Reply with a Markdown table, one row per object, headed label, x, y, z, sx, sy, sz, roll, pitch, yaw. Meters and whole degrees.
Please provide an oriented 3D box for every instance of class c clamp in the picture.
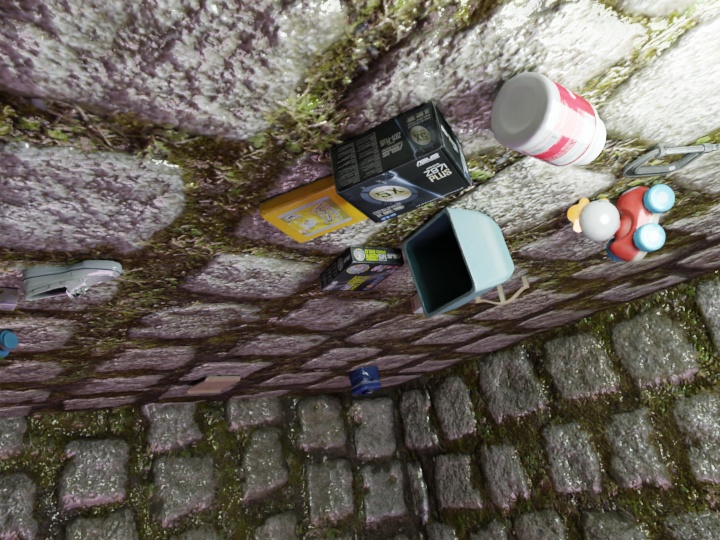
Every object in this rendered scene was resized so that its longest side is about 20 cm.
| label | x | y | z | sx | sy | sz | roll | pitch | yaw |
| --- | --- | --- | --- | --- | --- | --- | --- | --- | --- |
| c clamp | 0.671 | -0.247 | 1.153 | 0.194 | 0.028 | 0.171 | -9 | 165 | -10 |

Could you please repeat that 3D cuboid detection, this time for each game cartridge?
| label | x | y | z | sx | sy | sz | roll | pitch | yaw |
| --- | --- | --- | --- | --- | --- | --- | --- | --- | --- |
| game cartridge | -0.076 | -0.121 | 1.079 | 0.195 | 0.033 | 0.176 | -17 | 159 | 18 |

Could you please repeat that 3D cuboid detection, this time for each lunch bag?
| label | x | y | z | sx | sy | sz | roll | pitch | yaw |
| --- | --- | --- | --- | --- | --- | --- | --- | --- | --- |
| lunch bag | 0.029 | 0.614 | 2.967 | 0.132 | 0.136 | 0.200 | -1 | 159 | -26 |

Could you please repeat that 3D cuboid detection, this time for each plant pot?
| label | x | y | z | sx | sy | sz | roll | pitch | yaw |
| --- | --- | --- | --- | --- | --- | --- | --- | --- | --- |
| plant pot | 0.252 | -0.023 | 1.298 | 0.195 | 0.202 | 0.195 | -7 | 162 | -34 |

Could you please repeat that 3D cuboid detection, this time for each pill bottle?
| label | x | y | z | sx | sy | sz | roll | pitch | yaw |
| --- | --- | --- | --- | --- | --- | --- | --- | --- | --- |
| pill bottle | 0.307 | -0.231 | 0.863 | 0.196 | 0.116 | 0.111 | 6 | 155 | -40 |

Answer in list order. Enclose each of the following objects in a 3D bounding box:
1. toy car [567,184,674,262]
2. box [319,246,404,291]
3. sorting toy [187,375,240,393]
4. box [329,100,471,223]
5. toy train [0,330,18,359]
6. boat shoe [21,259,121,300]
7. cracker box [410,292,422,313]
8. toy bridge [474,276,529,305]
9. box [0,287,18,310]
| label | x | y | z | sx | sy | sz | roll | pitch | yaw |
| --- | --- | --- | --- | --- | --- | --- | --- | --- | --- |
| toy car | 0.599 | -0.130 | 1.292 | 0.194 | 0.182 | 0.184 | 18 | 175 | 4 |
| box | 0.000 | 0.000 | 1.426 | 0.156 | 0.046 | 0.199 | 1 | 157 | -30 |
| sorting toy | -0.681 | 0.523 | 2.504 | 0.182 | 0.037 | 0.198 | 9 | 147 | -44 |
| box | 0.072 | -0.176 | 0.928 | 0.195 | 0.089 | 0.163 | -19 | 158 | 22 |
| toy train | -0.991 | 0.189 | 1.370 | 0.114 | 0.087 | 0.199 | -27 | 156 | 14 |
| boat shoe | -0.608 | 0.028 | 1.145 | 0.194 | 0.069 | 0.074 | -8 | 161 | -8 |
| cracker box | 0.265 | 0.079 | 1.761 | 0.130 | 0.059 | 0.200 | -1 | 157 | -24 |
| toy bridge | 0.490 | 0.083 | 1.876 | 0.196 | 0.069 | 0.027 | -20 | 159 | 23 |
| box | -0.838 | 0.055 | 1.139 | 0.196 | 0.040 | 0.041 | 8 | 152 | -43 |
